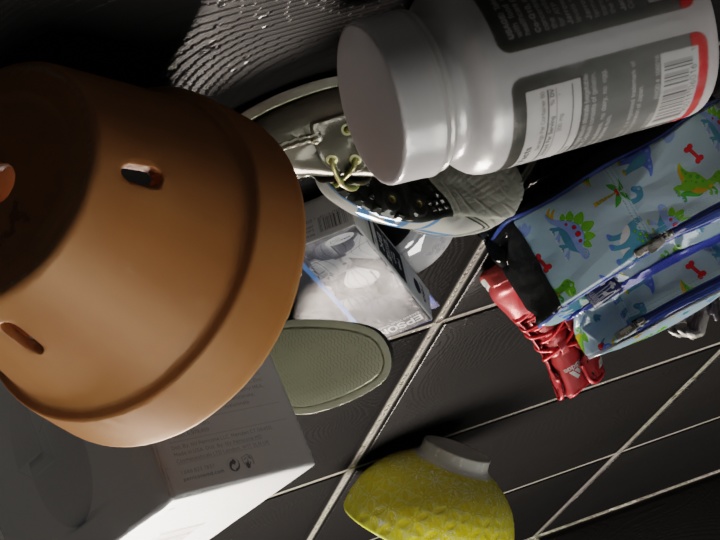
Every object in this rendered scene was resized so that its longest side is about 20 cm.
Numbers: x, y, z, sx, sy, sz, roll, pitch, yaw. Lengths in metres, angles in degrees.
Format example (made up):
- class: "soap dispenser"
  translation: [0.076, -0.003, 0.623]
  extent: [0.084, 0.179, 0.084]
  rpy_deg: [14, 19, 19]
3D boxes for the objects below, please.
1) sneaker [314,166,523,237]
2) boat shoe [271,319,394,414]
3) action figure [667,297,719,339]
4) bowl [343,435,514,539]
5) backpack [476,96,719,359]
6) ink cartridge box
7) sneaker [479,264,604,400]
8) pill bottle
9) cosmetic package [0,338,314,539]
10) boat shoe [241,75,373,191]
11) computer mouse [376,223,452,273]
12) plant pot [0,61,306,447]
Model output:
- class: "sneaker"
  translation: [0.033, -0.054, 1.426]
  extent: [0.072, 0.072, 0.200]
  rpy_deg: [-25, 162, 36]
- class: "boat shoe"
  translation: [-0.065, 0.072, 1.533]
  extent: [0.200, 0.072, 0.068]
  rpy_deg: [-14, -175, 23]
- class: "action figure"
  translation: [0.259, -0.007, 1.789]
  extent: [0.200, 0.119, 0.102]
  rpy_deg: [-2, 119, -37]
- class: "bowl"
  translation: [0.091, 0.249, 2.355]
  extent: [0.200, 0.200, 0.108]
  rpy_deg: [8, 103, -60]
- class: "backpack"
  translation: [0.209, -0.032, 1.559]
  extent: [0.200, 0.147, 0.183]
  rpy_deg: [-33, 179, 8]
- class: "ink cartridge box"
  translation: [-0.014, 0.015, 1.532]
  extent: [0.099, 0.039, 0.200]
  rpy_deg: [-23, 148, 13]
- class: "sneaker"
  translation: [0.174, 0.048, 1.845]
  extent: [0.078, 0.116, 0.200]
  rpy_deg: [-27, 163, 18]
- class: "pill bottle"
  translation: [0.095, -0.121, 1.210]
  extent: [0.200, 0.114, 0.114]
  rpy_deg: [-16, 163, -19]
- class: "cosmetic package"
  translation: [-0.161, 0.086, 1.381]
  extent: [0.123, 0.200, 0.199]
  rpy_deg: [-10, 160, -42]
- class: "boat shoe"
  translation: [0.001, -0.086, 1.291]
  extent: [0.202, 0.060, 0.072]
  rpy_deg: [-20, 164, -7]
- class: "computer mouse"
  translation: [0.000, 0.000, 1.595]
  extent: [0.200, 0.044, 0.110]
  rpy_deg: [-31, 160, 30]
- class: "plant pot"
  translation: [-0.148, -0.022, 1.111]
  extent: [0.200, 0.200, 0.140]
  rpy_deg: [-29, 145, 21]
